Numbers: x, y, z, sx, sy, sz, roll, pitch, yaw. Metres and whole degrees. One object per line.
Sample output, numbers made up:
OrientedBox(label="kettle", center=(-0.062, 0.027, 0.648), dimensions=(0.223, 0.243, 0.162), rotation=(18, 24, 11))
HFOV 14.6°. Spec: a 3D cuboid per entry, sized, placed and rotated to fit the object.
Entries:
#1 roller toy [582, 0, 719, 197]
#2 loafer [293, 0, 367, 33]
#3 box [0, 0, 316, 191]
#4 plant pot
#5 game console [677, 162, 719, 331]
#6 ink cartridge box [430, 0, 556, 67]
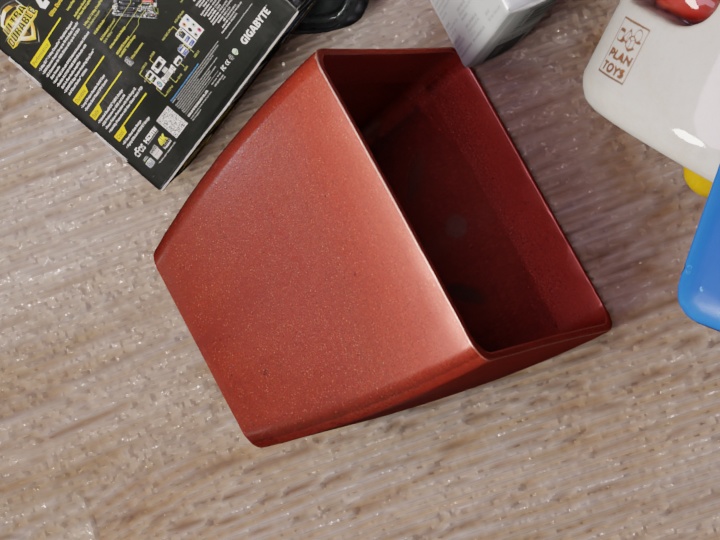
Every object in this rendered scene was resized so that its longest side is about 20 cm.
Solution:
OrientedBox(label="roller toy", center=(0.223, -0.106, 1.594), dimensions=(0.199, 0.182, 0.140), rotation=(31, 98, 16))
OrientedBox(label="loafer", center=(-0.092, -0.192, 1.750), dimensions=(0.199, 0.070, 0.069), rotation=(17, 95, 18))
OrientedBox(label="box", center=(-0.129, -0.162, 1.711), dimensions=(0.160, 0.049, 0.200), rotation=(42, 136, 1))
OrientedBox(label="plant pot", center=(0.000, 0.000, 1.671), dimensions=(0.176, 0.199, 0.201), rotation=(-34, 79, 26))
OrientedBox(label="game console", center=(0.289, -0.039, 1.489), dimensions=(0.170, 0.118, 0.201), rotation=(22, 94, 34))
OrientedBox(label="ink cartridge box", center=(0.048, -0.229, 1.658), dimensions=(0.050, 0.162, 0.201), rotation=(-24, 86, -10))
